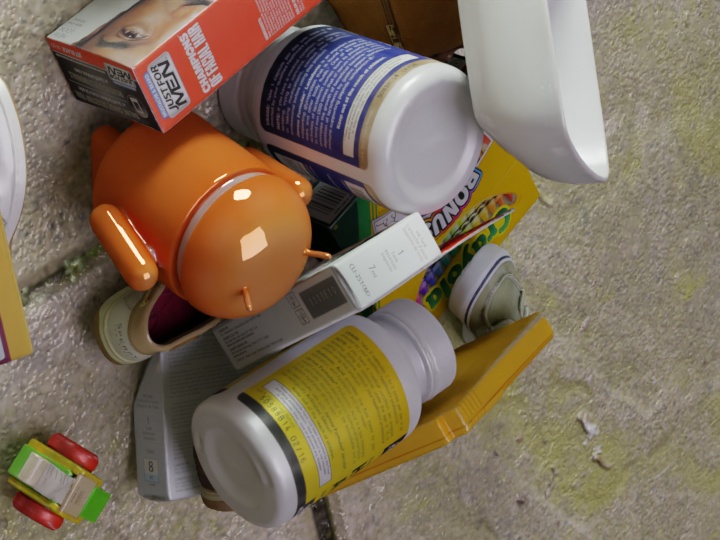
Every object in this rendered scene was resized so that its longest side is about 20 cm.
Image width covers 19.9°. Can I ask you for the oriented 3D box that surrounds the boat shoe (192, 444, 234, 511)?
[{"bbox_3d":[-0.056,0.115,1.656,0.199,0.072,0.072,-32,115,-31],"label":"boat shoe"}]

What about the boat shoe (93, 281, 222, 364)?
[{"bbox_3d":[-0.117,0.009,1.596,0.200,0.066,0.074,-43,116,-34],"label":"boat shoe"}]

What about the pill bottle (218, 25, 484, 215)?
[{"bbox_3d":[-0.011,-0.122,1.567,0.115,0.199,0.117,-21,122,-38],"label":"pill bottle"}]

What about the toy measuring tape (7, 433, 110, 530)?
[{"bbox_3d":[-0.238,0.151,1.525,0.074,0.073,0.200,-59,166,-8],"label":"toy measuring tape"}]

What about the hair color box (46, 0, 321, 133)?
[{"bbox_3d":[-0.116,-0.193,1.497,0.200,0.111,0.064,-44,132,-24],"label":"hair color box"}]

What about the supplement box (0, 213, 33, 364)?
[{"bbox_3d":[-0.329,0.009,1.334,0.199,0.103,0.132,-17,121,-17],"label":"supplement box"}]

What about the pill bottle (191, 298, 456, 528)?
[{"bbox_3d":[-0.023,0.102,1.579,0.199,0.111,0.112,-32,127,-31],"label":"pill bottle"}]

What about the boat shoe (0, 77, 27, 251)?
[{"bbox_3d":[-0.280,-0.041,1.427,0.069,0.071,0.202,-12,116,-42],"label":"boat shoe"}]

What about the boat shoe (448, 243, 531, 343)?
[{"bbox_3d":[0.125,0.034,1.813,0.072,0.062,0.200,-52,162,-10],"label":"boat shoe"}]

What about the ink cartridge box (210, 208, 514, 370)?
[{"bbox_3d":[0.000,0.000,1.578,0.173,0.200,0.044,-34,94,-35],"label":"ink cartridge box"}]

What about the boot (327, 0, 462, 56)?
[{"bbox_3d":[0.062,-0.242,1.609,0.145,0.200,0.071,62,31,-31],"label":"boot"}]

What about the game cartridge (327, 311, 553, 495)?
[{"bbox_3d":[0.055,0.115,1.719,0.033,0.176,0.200,58,36,-8],"label":"game cartridge"}]

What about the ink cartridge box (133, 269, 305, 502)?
[{"bbox_3d":[-0.113,0.077,1.678,0.159,0.047,0.202,-7,95,-43],"label":"ink cartridge box"}]

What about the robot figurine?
[{"bbox_3d":[-0.117,-0.040,1.492,0.144,0.200,0.117,16,107,-57],"label":"robot figurine"}]

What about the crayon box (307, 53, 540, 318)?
[{"bbox_3d":[0.051,-0.058,1.759,0.200,0.058,0.173,-49,134,-18],"label":"crayon box"}]

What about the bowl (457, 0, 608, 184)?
[{"bbox_3d":[0.127,-0.164,1.543,0.200,0.074,0.202,27,54,-70],"label":"bowl"}]

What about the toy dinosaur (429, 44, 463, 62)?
[{"bbox_3d":[0.097,-0.245,1.663,0.085,0.200,0.137,1,67,-20],"label":"toy dinosaur"}]
